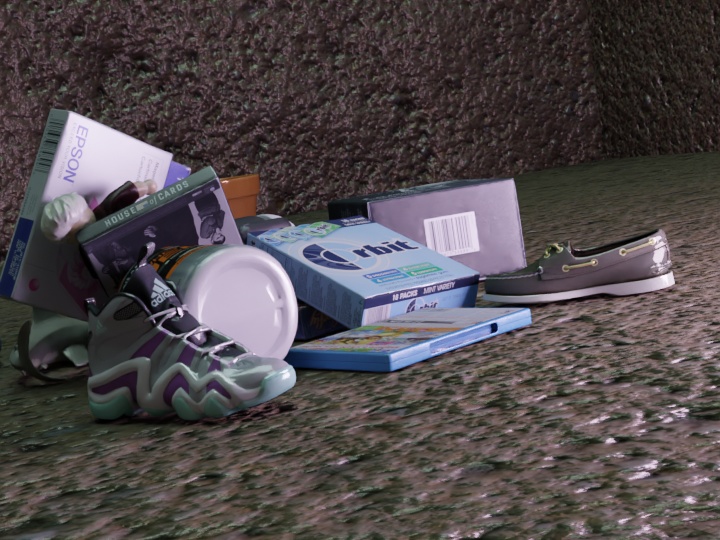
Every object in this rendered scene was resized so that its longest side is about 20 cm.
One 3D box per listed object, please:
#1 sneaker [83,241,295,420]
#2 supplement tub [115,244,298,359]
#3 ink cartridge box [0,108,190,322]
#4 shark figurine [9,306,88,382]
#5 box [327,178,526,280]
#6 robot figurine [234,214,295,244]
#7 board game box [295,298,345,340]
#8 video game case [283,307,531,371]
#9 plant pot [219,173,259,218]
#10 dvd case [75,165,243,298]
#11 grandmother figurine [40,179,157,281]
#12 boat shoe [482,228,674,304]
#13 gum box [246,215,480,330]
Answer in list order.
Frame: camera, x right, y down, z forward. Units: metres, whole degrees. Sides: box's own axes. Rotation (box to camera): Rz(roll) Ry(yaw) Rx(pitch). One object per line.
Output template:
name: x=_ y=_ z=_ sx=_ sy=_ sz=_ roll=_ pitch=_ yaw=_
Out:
sneaker: x=-0.149 y=0.046 z=1.071 sx=0.197 sy=0.142 sz=0.078 roll=-6 pitch=6 yaw=25
supplement tub: x=-0.152 y=0.038 z=1.232 sx=0.121 sy=0.124 sz=0.199 roll=-12 pitch=5 yaw=-31
ink cartridge box: x=-0.266 y=-0.043 z=1.386 sx=0.043 sy=0.199 sz=0.199 roll=11 pitch=-6 yaw=44
shark figurine: x=-0.342 y=0.067 z=1.421 sx=0.126 sy=0.091 sz=0.214 roll=-8 pitch=4 yaw=17
box: x=0.081 y=-0.045 z=1.694 sx=0.197 sy=0.126 sz=0.196 roll=-10 pitch=4 yaw=-16
robot figurine: x=-0.148 y=0.005 z=1.545 sx=0.198 sy=0.127 sz=0.149 roll=-15 pitch=11 yaw=-41
board game box: x=-0.041 y=0.040 z=1.480 sx=0.134 sy=0.035 sz=0.199 roll=-2 pitch=8 yaw=44
video game case: x=0.045 y=0.062 z=1.240 sx=0.199 sy=0.018 sz=0.142 roll=-14 pitch=9 yaw=-43
plant pot: x=-0.309 y=-0.127 z=2.884 sx=0.197 sy=0.142 sz=0.200 roll=-8 pitch=5 yaw=1
dvd case: x=-0.190 y=-0.005 z=1.352 sx=0.149 sy=0.201 sz=0.025 roll=-27 pitch=54 yaw=-9
grandmother figurine: x=-0.239 y=-0.037 z=1.342 sx=0.060 sy=0.123 sz=0.199 roll=20 pitch=3 yaw=40
boat shoe: x=0.224 y=-0.002 z=1.380 sx=0.199 sy=0.061 sz=0.072 roll=-7 pitch=6 yaw=12
gum box: x=0.000 y=0.000 z=1.424 sx=0.168 sy=0.045 sz=0.199 roll=-11 pitch=28 yaw=-41
